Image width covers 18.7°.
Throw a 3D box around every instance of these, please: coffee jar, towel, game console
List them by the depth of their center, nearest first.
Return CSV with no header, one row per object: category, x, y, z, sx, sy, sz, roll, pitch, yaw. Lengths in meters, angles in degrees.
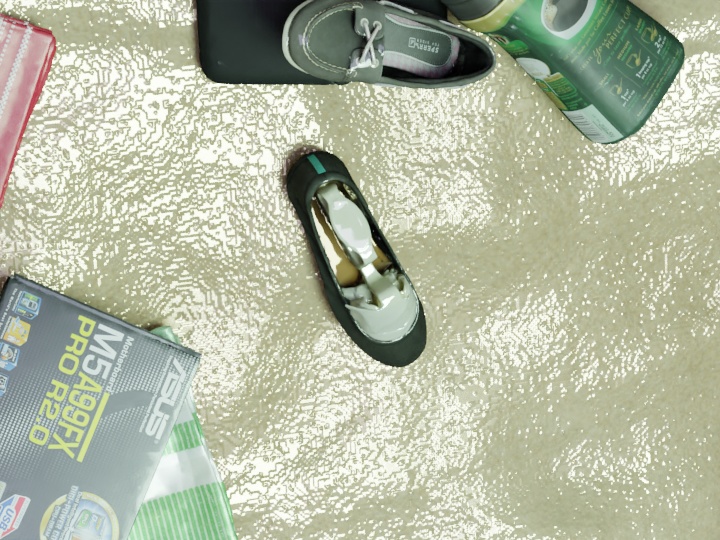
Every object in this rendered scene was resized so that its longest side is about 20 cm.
towel,-0.334,-0.136,1.596,0.199,0.022,0.146,17,100,-19
game console,-0.030,-0.249,1.667,0.174,0.116,0.202,1,104,13
towel,-0.183,0.160,1.687,0.151,0.023,0.201,-19,91,-12
coffee jar,0.153,-0.196,1.700,0.200,0.085,0.105,40,77,-23

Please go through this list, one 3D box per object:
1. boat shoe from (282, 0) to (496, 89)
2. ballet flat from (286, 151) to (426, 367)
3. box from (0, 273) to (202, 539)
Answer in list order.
boat shoe,0.026,-0.169,1.621,0.199,0.057,0.067,1,98,-50
ballet flat,0.000,0.000,1.711,0.068,0.068,0.201,-33,111,-8
box,-0.230,0.124,1.645,0.159,0.044,0.201,24,82,-10
